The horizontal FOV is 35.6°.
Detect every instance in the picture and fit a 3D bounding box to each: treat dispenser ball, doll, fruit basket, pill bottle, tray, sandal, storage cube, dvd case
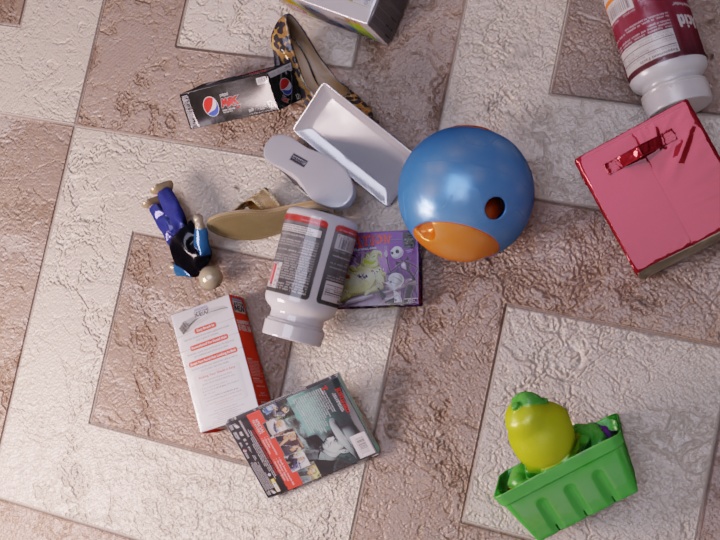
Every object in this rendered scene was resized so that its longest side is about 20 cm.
[{"bbox_3d":[0.154,-0.113,1.647,0.200,0.201,0.201,-3,82,18],"label":"treat dispenser ball"},{"bbox_3d":[-0.290,-0.053,1.857,0.200,0.048,0.136,57,134,17],"label":"doll"},{"bbox_3d":[0.271,0.252,1.580,0.215,0.156,0.216,1,96,11],"label":"fruit basket"},{"bbox_3d":[-0.082,0.010,1.729,0.116,0.116,0.200,14,87,20],"label":"pill bottle"},{"bbox_3d":[-0.003,-0.201,1.769,0.200,0.022,0.107,39,126,2],"label":"tray"},{"bbox_3d":[-0.143,-0.102,1.828,0.211,0.078,0.070,-5,56,12],"label":"sandal"},{"bbox_3d":[0.435,-0.325,1.628,0.114,0.114,0.200,-18,78,16],"label":"pill bottle"},{"bbox_3d":[0.420,-0.106,1.562,0.171,0.200,0.180,-28,81,13],"label":"storage cube"},{"bbox_3d":[-0.090,0.258,1.742,0.200,0.022,0.146,-25,103,15],"label":"dvd case"}]

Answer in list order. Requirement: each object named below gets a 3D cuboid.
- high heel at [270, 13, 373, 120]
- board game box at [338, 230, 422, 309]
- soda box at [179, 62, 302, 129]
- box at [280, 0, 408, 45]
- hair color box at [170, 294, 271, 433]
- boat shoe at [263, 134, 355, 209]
[{"bbox_3d":[-0.062,-0.320,1.784,0.200,0.071,0.143,25,134,25],"label":"high heel"},{"bbox_3d":[0.000,0.000,1.777,0.200,0.032,0.120,-3,77,19],"label":"board game box"},{"bbox_3d":[-0.196,-0.283,1.819,0.200,0.071,0.063,-5,111,37],"label":"soda box"},{"bbox_3d":[-0.036,-0.455,1.806,0.200,0.112,0.102,24,92,20],"label":"box"},{"bbox_3d":[-0.224,0.151,1.812,0.111,0.064,0.200,-19,79,15],"label":"hair color box"},{"bbox_3d":[-0.073,-0.148,1.786,0.200,0.068,0.072,33,85,34],"label":"boat shoe"}]
